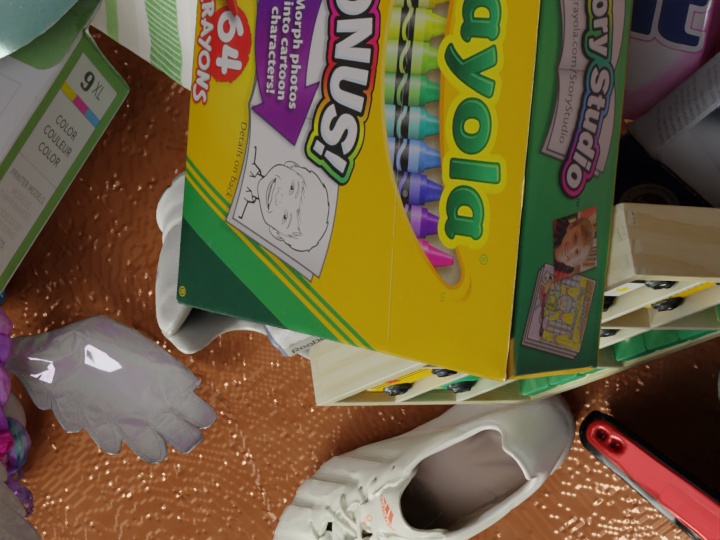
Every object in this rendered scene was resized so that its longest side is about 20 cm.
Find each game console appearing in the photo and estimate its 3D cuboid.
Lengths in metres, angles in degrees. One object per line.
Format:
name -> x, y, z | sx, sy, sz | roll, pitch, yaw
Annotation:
game console -> 0.165, 0.116, 0.767 | 0.177, 0.200, 0.031 | 41, 90, 8

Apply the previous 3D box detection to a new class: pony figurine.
pony figurine -> -0.200, 0.074, 0.949 | 0.193, 0.166, 0.200 | 46, 136, 12

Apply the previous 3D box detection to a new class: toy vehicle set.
toy vehicle set -> 0.084, 0.019, 0.731 | 0.200, 0.124, 0.027 | -27, 67, 51

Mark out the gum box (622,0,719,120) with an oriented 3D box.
gum box -> 0.064, -0.144, 0.782 | 0.199, 0.066, 0.114 | 17, 116, 18

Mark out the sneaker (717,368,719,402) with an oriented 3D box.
sneaker -> 0.241, 0.111, 0.724 | 0.202, 0.146, 0.077 | 39, 91, -22

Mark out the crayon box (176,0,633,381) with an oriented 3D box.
crayon box -> 0.013, -0.074, 0.657 | 0.172, 0.058, 0.201 | 11, 99, 46

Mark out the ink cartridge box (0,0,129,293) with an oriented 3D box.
ink cartridge box -> -0.173, -0.072, 0.795 | 0.103, 0.059, 0.201 | 26, 79, 23

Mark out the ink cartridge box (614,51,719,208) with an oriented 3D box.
ink cartridge box -> 0.214, -0.024, 0.734 | 0.199, 0.041, 0.200 | 37, 123, -19

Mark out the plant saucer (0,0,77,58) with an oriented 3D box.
plant saucer -> -0.169, -0.181, 0.756 | 0.199, 0.036, 0.201 | -9, 72, 29

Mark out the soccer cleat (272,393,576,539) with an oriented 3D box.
soccer cleat -> 0.019, 0.114, 0.891 | 0.200, 0.078, 0.069 | -36, 92, 30

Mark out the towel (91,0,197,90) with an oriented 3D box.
towel -> -0.080, -0.123, 0.821 | 0.200, 0.023, 0.153 | 35, 155, 18

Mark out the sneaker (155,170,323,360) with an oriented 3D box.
sneaker -> 0.000, 0.000, 0.807 | 0.199, 0.088, 0.075 | -6, 145, 20
